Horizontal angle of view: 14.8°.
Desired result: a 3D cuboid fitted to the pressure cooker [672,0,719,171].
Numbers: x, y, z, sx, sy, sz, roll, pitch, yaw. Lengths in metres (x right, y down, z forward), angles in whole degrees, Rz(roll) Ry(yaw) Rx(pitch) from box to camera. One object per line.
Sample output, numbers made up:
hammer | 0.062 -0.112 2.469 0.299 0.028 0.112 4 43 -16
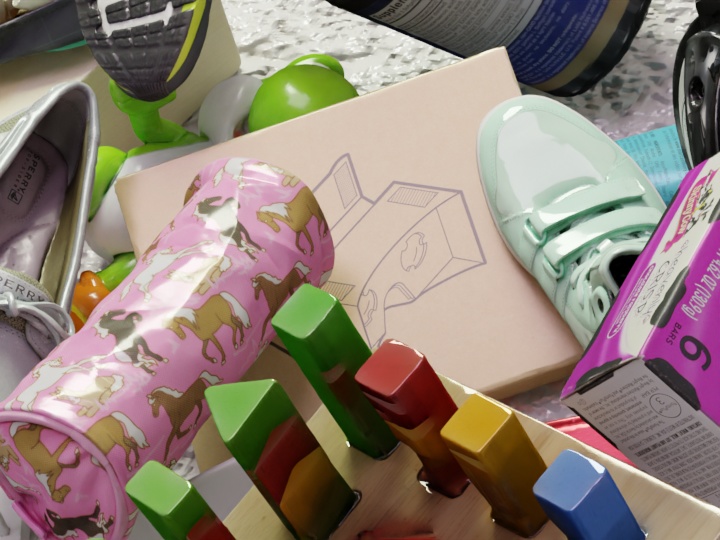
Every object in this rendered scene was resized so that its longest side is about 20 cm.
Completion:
pressure cooker | 0.234 -0.069 1.225 0.200 0.179 0.176 -28 65 -22

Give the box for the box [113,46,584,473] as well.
box | 0.000 0.000 1.304 0.200 0.021 0.164 -19 71 2

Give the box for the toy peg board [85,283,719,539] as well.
toy peg board | -0.002 0.114 1.049 0.199 0.098 0.200 25 67 43

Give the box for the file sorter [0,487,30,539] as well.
file sorter | -0.238 0.069 1.296 0.139 0.125 0.200 -12 43 8

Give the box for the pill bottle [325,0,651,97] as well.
pill bottle | 0.041 -0.170 1.384 0.200 0.112 0.112 21 37 -24

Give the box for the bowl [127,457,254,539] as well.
bowl | -0.035 0.172 1.141 0.200 0.075 0.200 -26 44 6

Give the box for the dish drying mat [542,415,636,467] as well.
dish drying mat | 0.113 0.151 1.116 0.077 0.018 0.200 -9 66 10

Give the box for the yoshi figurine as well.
yoshi figurine | -0.075 -0.049 1.381 0.200 0.112 0.112 -35 53 -21

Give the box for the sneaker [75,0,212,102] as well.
sneaker | -0.089 -0.158 1.379 0.074 0.081 0.200 -13 49 21

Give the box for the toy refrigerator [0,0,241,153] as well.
toy refrigerator | -0.158 -0.084 1.463 0.070 0.076 0.200 22 56 35

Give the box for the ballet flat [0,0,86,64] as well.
ballet flat | -0.184 -0.141 1.425 0.200 0.073 0.073 -21 43 -3

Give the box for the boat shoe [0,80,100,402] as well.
boat shoe | -0.159 -0.005 1.252 0.065 0.074 0.202 -41 25 37

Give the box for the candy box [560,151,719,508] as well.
candy box | 0.194 0.058 1.117 0.061 0.200 0.136 -33 20 54

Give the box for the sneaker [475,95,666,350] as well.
sneaker | 0.113 -0.015 1.217 0.074 0.118 0.201 -29 68 -6

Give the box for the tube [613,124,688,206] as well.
tube | 0.159 -0.045 1.338 0.200 0.050 0.078 -14 63 1

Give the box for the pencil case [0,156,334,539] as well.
pencil case | -0.086 0.034 1.212 0.086 0.083 0.200 8 42 31
